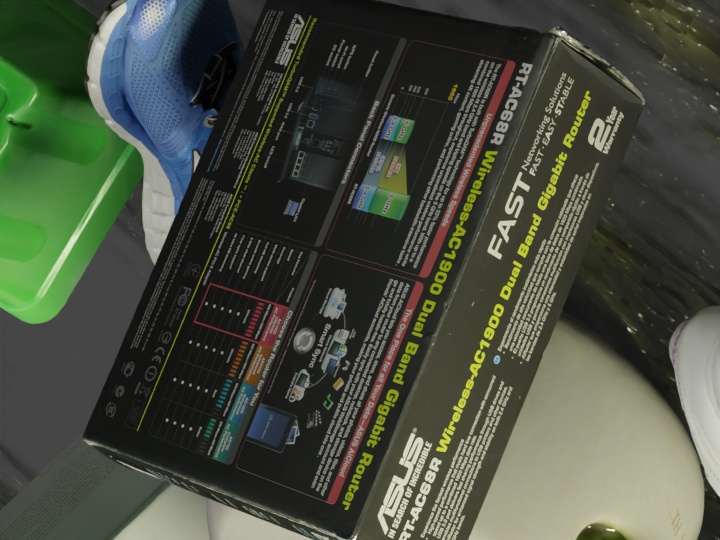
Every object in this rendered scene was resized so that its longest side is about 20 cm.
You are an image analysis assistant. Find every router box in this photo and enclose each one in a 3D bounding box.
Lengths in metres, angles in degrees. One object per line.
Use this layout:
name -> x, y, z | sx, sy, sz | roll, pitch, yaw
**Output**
router box -> 0.000, 0.000, 1.009 | 0.150, 0.200, 0.062 | 17, 171, 44

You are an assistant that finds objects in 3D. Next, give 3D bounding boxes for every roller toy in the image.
roller toy -> 0.041, 0.094, 1.119 | 0.200, 0.140, 0.182 | 39, 149, -6

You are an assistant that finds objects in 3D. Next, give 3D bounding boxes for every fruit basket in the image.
fruit basket -> -0.185, -0.072, 1.259 | 0.215, 0.156, 0.216 | 31, -169, -7

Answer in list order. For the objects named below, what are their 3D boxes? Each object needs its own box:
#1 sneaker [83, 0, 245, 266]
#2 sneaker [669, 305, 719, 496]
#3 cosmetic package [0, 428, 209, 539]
sneaker -> -0.051, -0.059, 1.139 | 0.089, 0.079, 0.200 | 21, 150, 27
sneaker -> 0.185, 0.089, 1.017 | 0.200, 0.075, 0.100 | 57, 168, -15
cosmetic package -> -0.081, 0.164, 1.334 | 0.165, 0.165, 0.200 | 53, 150, -12
